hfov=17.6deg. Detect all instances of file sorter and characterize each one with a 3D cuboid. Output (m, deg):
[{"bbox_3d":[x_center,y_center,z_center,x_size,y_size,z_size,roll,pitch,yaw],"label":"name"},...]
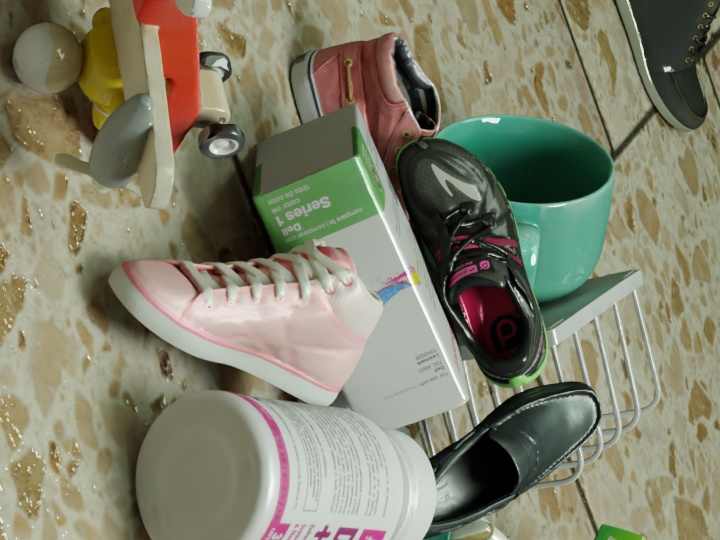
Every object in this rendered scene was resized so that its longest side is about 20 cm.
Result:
[{"bbox_3d":[0.145,0.091,1.884,0.200,0.138,0.125,-29,106,-60],"label":"file sorter"}]

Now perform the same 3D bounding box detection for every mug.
[{"bbox_3d":[0.115,-0.035,1.871,0.185,0.152,0.115,-33,139,-46],"label":"mug"}]

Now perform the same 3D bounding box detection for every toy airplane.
[{"bbox_3d":[-0.149,-0.145,1.457,0.200,0.141,0.200,-122,-155,-76],"label":"toy airplane"}]

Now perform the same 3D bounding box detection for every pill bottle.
[{"bbox_3d":[-0.043,0.143,1.533,0.200,0.113,0.114,12,68,-53],"label":"pill bottle"}]

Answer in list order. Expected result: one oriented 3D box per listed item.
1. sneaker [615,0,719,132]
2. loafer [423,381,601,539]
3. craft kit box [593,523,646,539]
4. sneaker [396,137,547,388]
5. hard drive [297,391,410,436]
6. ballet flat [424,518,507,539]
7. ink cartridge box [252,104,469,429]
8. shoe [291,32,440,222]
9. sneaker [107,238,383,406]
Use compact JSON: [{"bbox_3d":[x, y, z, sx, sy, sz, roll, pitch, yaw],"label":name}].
[{"bbox_3d":[0.340,-0.239,2.400,0.200,0.106,0.075,64,31,-22],"label":"sneaker"},{"bbox_3d":[0.103,0.142,1.709,0.200,0.070,0.068,-28,103,-25],"label":"loafer"},{"bbox_3d":[0.190,0.338,1.853,0.198,0.048,0.200,-60,144,-28],"label":"craft kit box"},{"bbox_3d":[0.087,-0.010,1.722,0.200,0.077,0.084,64,4,5],"label":"sneaker"},{"bbox_3d":[-0.005,0.193,1.687,0.132,0.027,0.200,35,48,-51],"label":"hard drive"},{"bbox_3d":[0.081,0.231,1.749,0.067,0.070,0.200,45,31,-29],"label":"ballet flat"},{"bbox_3d":[0.000,0.000,1.669,0.145,0.084,0.200,-93,160,-72],"label":"ink cartridge box"},{"bbox_3d":[0.021,-0.081,1.781,0.071,0.091,0.201,-35,109,-59],"label":"shoe"},{"bbox_3d":[-0.067,0.012,1.535,0.200,0.105,0.075,26,16,-38],"label":"sneaker"}]
